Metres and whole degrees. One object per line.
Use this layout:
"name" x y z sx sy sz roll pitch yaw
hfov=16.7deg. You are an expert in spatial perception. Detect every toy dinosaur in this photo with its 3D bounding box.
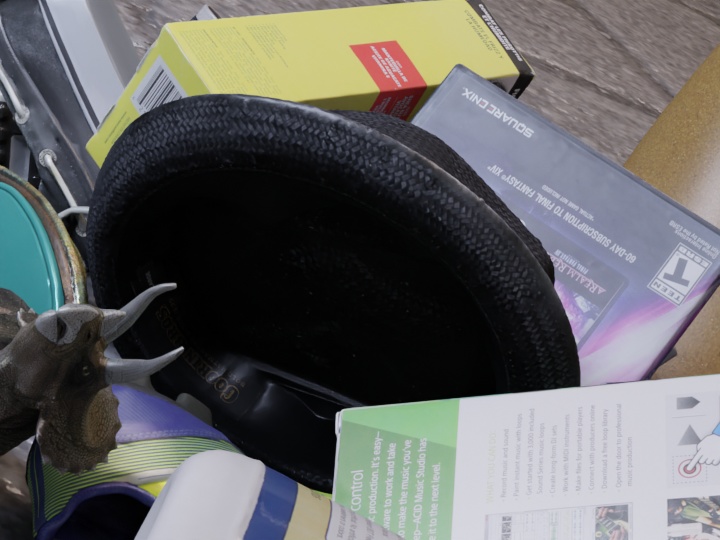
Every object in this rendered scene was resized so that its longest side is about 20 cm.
"toy dinosaur" -0.138 0.035 0.830 0.102 0.078 0.200 -1 6 -23

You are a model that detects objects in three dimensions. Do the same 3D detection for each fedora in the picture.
"fedora" 0.000 0.000 0.913 0.200 0.201 0.092 31 43 7

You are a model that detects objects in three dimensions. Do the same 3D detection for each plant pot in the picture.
"plant pot" 0.192 -0.008 1.218 0.185 0.201 0.186 21 -1 0

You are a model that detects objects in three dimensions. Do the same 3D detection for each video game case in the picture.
"video game case" 0.037 0.029 0.974 0.142 0.200 0.019 34 -17 17

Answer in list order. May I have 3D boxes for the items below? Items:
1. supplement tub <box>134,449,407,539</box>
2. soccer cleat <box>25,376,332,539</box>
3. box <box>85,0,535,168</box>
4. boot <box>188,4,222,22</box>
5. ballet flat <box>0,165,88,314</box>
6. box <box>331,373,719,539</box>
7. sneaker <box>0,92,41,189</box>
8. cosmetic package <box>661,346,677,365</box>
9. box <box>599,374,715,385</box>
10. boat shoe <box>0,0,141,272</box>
"supplement tub" 0.013 0.150 0.628 0.199 0.145 0.144 27 16 -3
"soccer cleat" -0.029 0.107 0.867 0.199 0.065 0.084 28 42 -16
"box" -0.017 -0.068 1.026 0.199 0.075 0.050 -10 57 -49
"boot" -0.093 -0.086 1.201 0.199 0.096 0.074 17 10 -2
"ballet flat" -0.154 -0.012 0.991 0.070 0.071 0.200 10 25 -48
"box" 0.085 0.101 0.794 0.198 0.036 0.145 -5 48 12
"sneaker" -0.087 -0.040 1.111 0.198 0.076 0.081 12 0 5
"cosmetic package" 0.056 0.008 1.103 0.091 0.106 0.200 59 0 -19
"box" 0.156 0.078 0.932 0.120 0.033 0.200 -5 -27 8
"boat shoe" -0.109 -0.030 1.037 0.074 0.068 0.200 -40 106 -80
